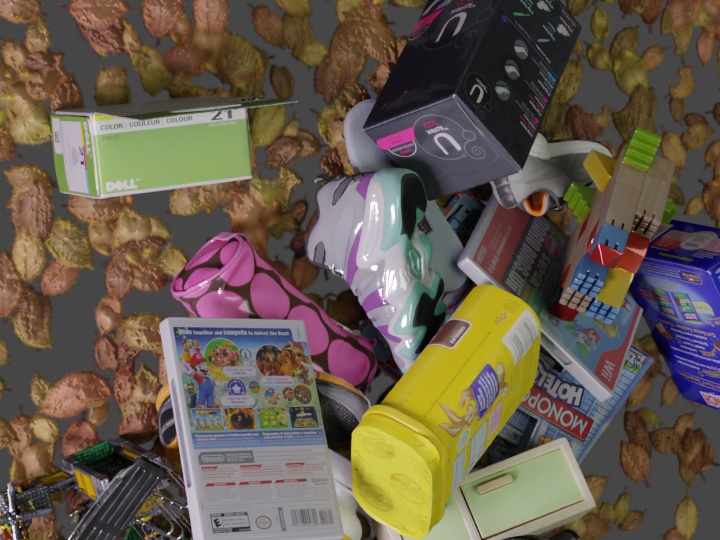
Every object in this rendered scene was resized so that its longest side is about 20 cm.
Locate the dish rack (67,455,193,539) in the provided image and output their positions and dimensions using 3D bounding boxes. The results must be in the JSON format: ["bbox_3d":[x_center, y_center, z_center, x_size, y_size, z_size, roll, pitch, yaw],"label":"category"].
[{"bbox_3d":[-0.171,0.243,1.515,0.153,0.055,0.200,-55,145,-4],"label":"dish rack"}]

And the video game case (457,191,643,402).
[{"bbox_3d":[0.188,0.017,1.730,0.200,0.017,0.143,43,40,-12],"label":"video game case"}]

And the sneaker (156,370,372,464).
[{"bbox_3d":[-0.087,0.142,1.598,0.200,0.077,0.078,-3,126,4],"label":"sneaker"}]

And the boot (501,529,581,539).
[{"bbox_3d":[0.165,0.277,1.694,0.131,0.200,0.068,-25,78,-35],"label":"boot"}]

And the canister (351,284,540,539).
[{"bbox_3d":[0.081,0.125,1.616,0.200,0.087,0.149,-49,155,-33],"label":"canister"}]

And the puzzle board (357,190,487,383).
[{"bbox_3d":[0.103,0.039,1.741,0.151,0.017,0.200,38,73,-5],"label":"puzzle board"}]

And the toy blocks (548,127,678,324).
[{"bbox_3d":[0.229,-0.016,1.651,0.100,0.200,0.137,22,53,-1],"label":"toy blocks"}]

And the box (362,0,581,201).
[{"bbox_3d":[0.107,-0.181,1.658,0.106,0.122,0.200,45,50,-26],"label":"box"}]

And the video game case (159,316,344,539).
[{"bbox_3d":[-0.093,0.137,1.521,0.143,0.018,0.200,2,68,-36],"label":"video game case"}]

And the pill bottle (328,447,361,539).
[{"bbox_3d":[-0.069,0.261,1.649,0.112,0.112,0.200,37,78,-28],"label":"pill bottle"}]

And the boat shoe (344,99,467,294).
[{"bbox_3d":[0.035,-0.067,1.695,0.074,0.068,0.199,-36,100,-26],"label":"boat shoe"}]

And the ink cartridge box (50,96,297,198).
[{"bbox_3d":[-0.159,-0.105,1.505,0.148,0.200,0.076,-9,100,-28],"label":"ink cartridge box"}]

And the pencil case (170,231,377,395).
[{"bbox_3d":[-0.076,0.047,1.637,0.200,0.091,0.094,42,78,-25],"label":"pencil case"}]

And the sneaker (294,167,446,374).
[{"bbox_3d":[0.000,0.000,1.651,0.078,0.140,0.200,-30,117,-56],"label":"sneaker"}]

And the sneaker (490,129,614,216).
[{"bbox_3d":[0.186,-0.090,1.750,0.200,0.074,0.079,0,76,-50],"label":"sneaker"}]

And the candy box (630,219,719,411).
[{"bbox_3d":[0.370,0.053,1.844,0.077,0.169,0.200,-34,112,-18],"label":"candy box"}]

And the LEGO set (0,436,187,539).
[{"bbox_3d":[-0.238,0.234,1.546,0.200,0.116,0.154,-12,101,-28],"label":"LEGO set"}]

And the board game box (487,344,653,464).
[{"bbox_3d":[0.175,0.133,1.804,0.200,0.062,0.200,30,80,-29],"label":"board game box"}]

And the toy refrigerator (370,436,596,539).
[{"bbox_3d":[0.118,0.234,1.711,0.200,0.070,0.076,-19,75,-14],"label":"toy refrigerator"}]
